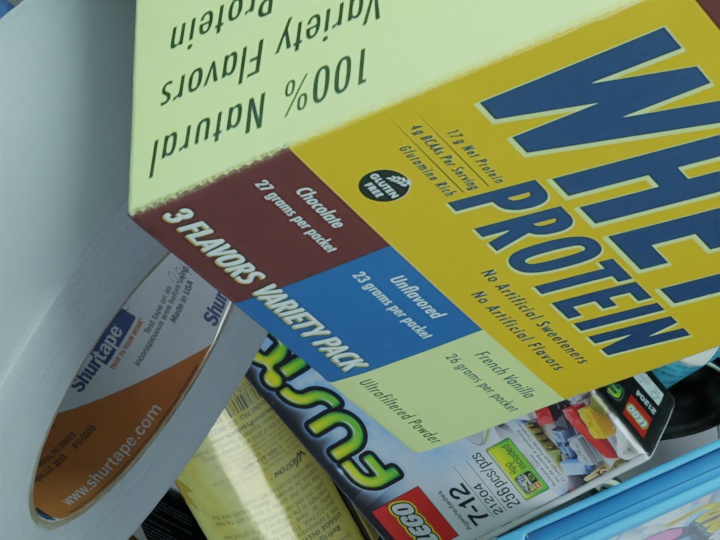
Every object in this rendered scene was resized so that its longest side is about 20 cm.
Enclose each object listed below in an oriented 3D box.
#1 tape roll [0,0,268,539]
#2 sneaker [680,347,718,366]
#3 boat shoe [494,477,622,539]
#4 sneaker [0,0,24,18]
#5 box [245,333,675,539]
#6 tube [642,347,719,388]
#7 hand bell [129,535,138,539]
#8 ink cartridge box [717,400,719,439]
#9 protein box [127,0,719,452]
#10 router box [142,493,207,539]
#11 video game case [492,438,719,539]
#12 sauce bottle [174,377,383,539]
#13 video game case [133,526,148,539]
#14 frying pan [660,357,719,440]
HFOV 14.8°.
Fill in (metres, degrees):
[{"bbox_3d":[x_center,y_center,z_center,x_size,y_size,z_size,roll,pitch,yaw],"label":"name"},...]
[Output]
[{"bbox_3d":[-0.089,0.013,0.807,0.066,0.200,0.201,33,147,15],"label":"tape roll"},{"bbox_3d":[0.108,-0.025,0.822,0.199,0.100,0.078,-13,-171,27],"label":"sneaker"},{"bbox_3d":[0.082,0.101,1.077,0.075,0.061,0.200,-20,159,25],"label":"boat shoe"},{"bbox_3d":[-0.162,-0.093,0.820,0.111,0.077,0.200,-32,142,22],"label":"sneaker"},{"bbox_3d":[0.000,0.000,0.913,0.110,0.035,0.200,-32,105,35],"label":"box"},{"bbox_3d":[0.119,-0.006,0.907,0.077,0.051,0.200,33,133,-23],"label":"tube"},{"bbox_3d":[-0.146,0.077,0.965,0.200,0.105,0.104,31,134,-27],"label":"hand bell"},{"bbox_3d":[0.260,0.063,1.061,0.199,0.050,0.162,28,145,-30],"label":"ink cartridge box"},{"bbox_3d":[0.059,-0.094,0.719,0.198,0.201,0.135,-21,140,26],"label":"protein box"},{"bbox_3d":[-0.143,0.138,1.168,0.157,0.052,0.200,-26,138,31],"label":"router box"},{"bbox_3d":[0.108,0.095,0.975,0.199,0.018,0.143,-24,159,0],"label":"video game case"},{"bbox_3d":[-0.023,0.099,1.036,0.064,0.065,0.201,-18,111,23],"label":"sauce bottle"},{"bbox_3d":[-0.196,0.061,1.020,0.199,0.036,0.182,-10,121,13],"label":"video game case"},{"bbox_3d":[0.097,0.053,1.072,0.114,0.031,0.190,-2,157,19],"label":"frying pan"}]
